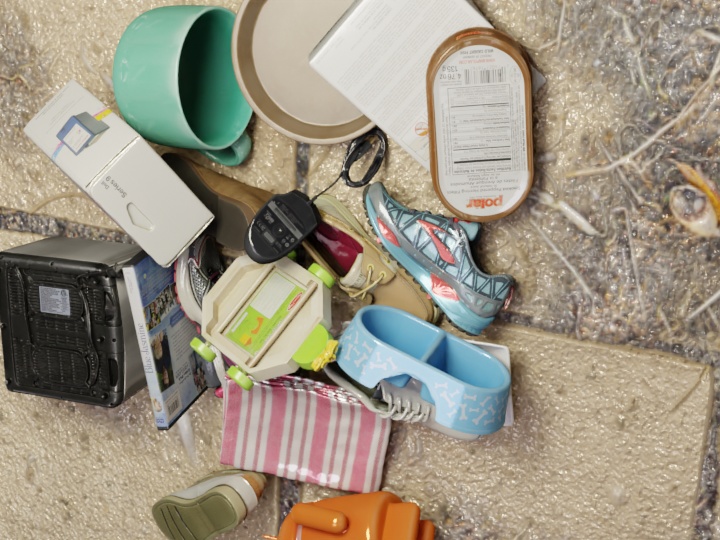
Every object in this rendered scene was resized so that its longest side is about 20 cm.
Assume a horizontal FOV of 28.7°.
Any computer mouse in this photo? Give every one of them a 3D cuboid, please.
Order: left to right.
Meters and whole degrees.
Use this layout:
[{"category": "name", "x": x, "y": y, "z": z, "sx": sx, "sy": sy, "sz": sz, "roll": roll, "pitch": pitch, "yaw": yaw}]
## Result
[{"category": "computer mouse", "x": -0.048, "y": -0.081, "z": 1.530, "sx": 0.200, "sy": 0.034, "sz": 0.059, "roll": -41, "pitch": 91, "yaw": -9}]

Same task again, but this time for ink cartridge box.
[{"category": "ink cartridge box", "x": -0.268, "y": -0.108, "z": 1.560, "sx": 0.088, "sy": 0.145, "sz": 0.200, "roll": -45, "pitch": 39, "yaw": -4}, {"category": "ink cartridge box", "x": 0.070, "y": -0.215, "z": 1.468, "sx": 0.199, "sy": 0.050, "sz": 0.162, "roll": 39, "pitch": 109, "yaw": -16}]

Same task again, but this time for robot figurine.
[{"category": "robot figurine", "x": -0.014, "y": 0.317, "z": 1.629, "sx": 0.198, "sy": 0.143, "sz": 0.118, "roll": -13, "pitch": 83, "yaw": 28}]

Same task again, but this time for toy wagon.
[{"category": "toy wagon", "x": -0.092, "y": 0.058, "z": 1.535, "sx": 0.199, "sy": 0.040, "sz": 0.156, "roll": 33, "pitch": 80, "yaw": 38}]

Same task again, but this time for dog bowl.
[{"category": "dog bowl", "x": 0.069, "y": 0.100, "z": 1.487, "sx": 0.198, "sy": 0.111, "sz": 0.050, "roll": 25, "pitch": 116, "yaw": 11}]

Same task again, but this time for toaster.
[{"category": "toaster", "x": -0.333, "y": 0.059, "z": 1.705, "sx": 0.198, "sy": 0.118, "sz": 0.183, "roll": 5, "pitch": 108, "yaw": 24}]

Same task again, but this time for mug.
[{"category": "mug", "x": -0.199, "y": -0.197, "z": 1.550, "sx": 0.113, "sy": 0.152, "sz": 0.188, "roll": 7, "pitch": 109, "yaw": 30}]

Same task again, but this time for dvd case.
[{"category": "dvd case", "x": -0.217, "y": 0.063, "z": 1.626, "sx": 0.017, "sy": 0.143, "sz": 0.203, "roll": -2, "pitch": 110, "yaw": 20}]

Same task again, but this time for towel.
[{"category": "towel", "x": -0.066, "y": 0.190, "z": 1.626, "sx": 0.197, "sy": 0.030, "sz": 0.148, "roll": 12, "pitch": 126, "yaw": 7}]

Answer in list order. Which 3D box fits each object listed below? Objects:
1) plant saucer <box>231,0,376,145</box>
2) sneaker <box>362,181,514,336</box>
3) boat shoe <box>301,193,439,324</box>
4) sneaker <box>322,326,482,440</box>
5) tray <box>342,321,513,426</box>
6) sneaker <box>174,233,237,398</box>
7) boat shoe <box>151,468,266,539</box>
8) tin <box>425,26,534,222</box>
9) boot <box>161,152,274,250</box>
[{"category": "plant saucer", "x": -0.042, "y": -0.237, "z": 1.517, "sx": 0.197, "sy": 0.029, "sz": 0.203, "roll": 3, "pitch": 104, "yaw": 12}, {"category": "sneaker", "x": 0.087, "y": -0.030, "z": 1.519, "sx": 0.095, "sy": 0.079, "sz": 0.200, "roll": -43, "pitch": 88, "yaw": 11}, {"category": "boat shoe", "x": 0.000, "y": 0.000, "z": 1.560, "sx": 0.200, "sy": 0.066, "sz": 0.074, "roll": 41, "pitch": 117, "yaw": 10}, {"category": "sneaker", "x": 0.045, "y": 0.138, "z": 1.544, "sx": 0.198, "sy": 0.071, "sz": 0.074, "roll": 27, "pitch": 129, "yaw": 10}, {"category": "tray", "x": 0.077, "y": 0.110, "z": 1.570, "sx": 0.198, "sy": 0.022, "sz": 0.109, "roll": 8, "pitch": 122, "yaw": 24}, {"category": "sneaker", "x": -0.155, "y": 0.047, "z": 1.641, "sx": 0.074, "sy": 0.081, "sz": 0.202, "roll": -13, "pitch": 103, "yaw": 27}, {"category": "boat shoe", "x": -0.183, "y": 0.289, "z": 1.728, "sx": 0.199, "sy": 0.068, "sz": 0.075, "roll": -20, "pitch": 101, "yaw": 49}, {"category": "tin", "x": 0.123, "y": -0.147, "z": 1.448, "sx": 0.110, "sy": 0.042, "sz": 0.203, "roll": -2, "pitch": 113, "yaw": 8}, {"category": "boot", "x": -0.160, "y": -0.081, "z": 1.614, "sx": 0.199, "sy": 0.075, "sz": 0.074, "roll": 33, "pitch": 125, "yaw": 39}]
